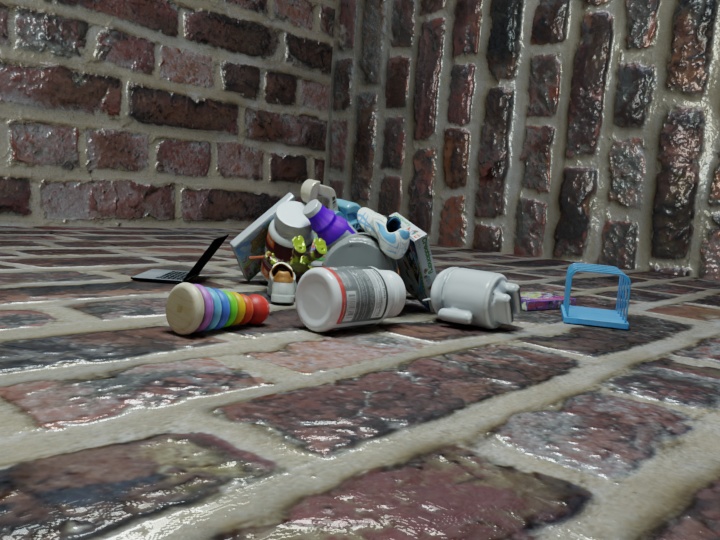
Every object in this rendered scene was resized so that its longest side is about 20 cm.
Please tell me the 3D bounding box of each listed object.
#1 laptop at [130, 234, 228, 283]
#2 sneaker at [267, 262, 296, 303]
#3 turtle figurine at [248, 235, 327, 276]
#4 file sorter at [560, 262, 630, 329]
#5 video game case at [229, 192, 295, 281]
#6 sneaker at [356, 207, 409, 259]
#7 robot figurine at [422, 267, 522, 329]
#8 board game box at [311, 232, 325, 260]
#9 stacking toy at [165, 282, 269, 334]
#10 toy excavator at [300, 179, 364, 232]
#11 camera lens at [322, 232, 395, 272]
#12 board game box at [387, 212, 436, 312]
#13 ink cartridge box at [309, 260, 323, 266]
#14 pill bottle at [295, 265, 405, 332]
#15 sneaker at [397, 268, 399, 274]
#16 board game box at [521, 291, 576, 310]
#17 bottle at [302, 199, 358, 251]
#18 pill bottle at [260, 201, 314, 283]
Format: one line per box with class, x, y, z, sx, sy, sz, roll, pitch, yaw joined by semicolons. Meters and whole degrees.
laptop;-0.449;-0.036;1.815;0.199;0.117;0.187;4;6;-1
sneaker;-0.172;0.022;1.634;0.072;0.085;0.200;2;4;-10
turtle figurine;-0.152;-0.020;1.673;0.199;0.065;0.161;16;-32;-16
file sorter;0.542;0.054;1.670;0.138;0.123;0.200;5;7;13
video game case;-0.232;-0.082;1.827;0.022;0.200;0.182;41;-19;22
sneaker;0.051;-0.092;1.525;0.072;0.073;0.200;20;17;-32
robot figurine;0.227;0.055;1.476;0.199;0.113;0.169;10;32;37
board game box;-0.078;-0.062;1.911;0.199;0.029;0.135;4;22;17
stacking toy;-0.233;0.067;1.247;0.085;0.086;0.200;9;3;38
toy excavator;-0.063;-0.148;1.815;0.194;0.201;0.100;-25;30;-39
camera lens;0.000;0.000;1.601;0.159;0.161;0.200;5;7;4
board game box;0.119;-0.017;1.587;0.035;0.201;0.126;-28;37;-16
ink cartridge box;-0.077;0.011;1.871;0.116;0.068;0.200;4;5;-4
pill bottle;-0.014;0.050;1.345;0.116;0.116;0.199;10;8;42
sneaker;0.092;0.034;1.771;0.200;0.112;0.077;38;-21;-22
board game box;0.442;0.077;1.837;0.199;0.032;0.120;0;12;-39
bottle;-0.058;-0.084;1.710;0.200;0.083;0.065;46;15;-30
pill bottle;-0.177;-0.064;1.779;0.114;0.200;0.114;10;42;-9
